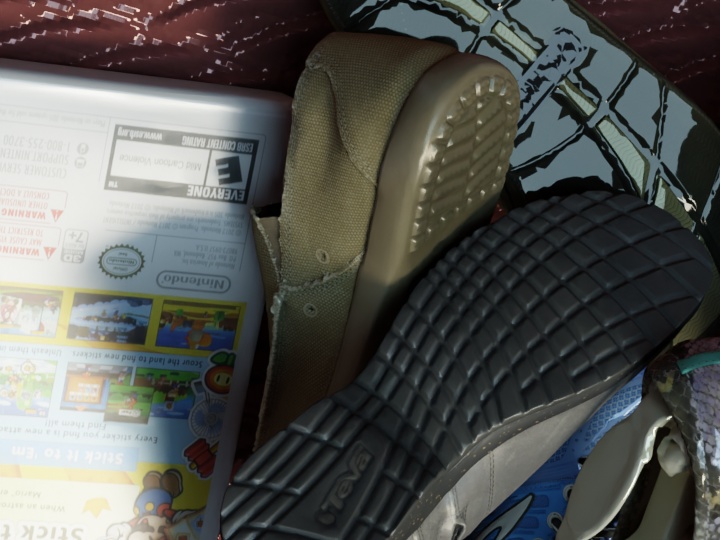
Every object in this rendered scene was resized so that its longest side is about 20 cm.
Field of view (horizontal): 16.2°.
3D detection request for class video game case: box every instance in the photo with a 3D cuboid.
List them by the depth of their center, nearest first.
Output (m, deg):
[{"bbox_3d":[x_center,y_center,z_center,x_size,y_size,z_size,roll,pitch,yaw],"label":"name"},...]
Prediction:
[{"bbox_3d":[-0.131,0.018,0.846,0.199,0.023,0.183,5,107,-23],"label":"video game case"}]

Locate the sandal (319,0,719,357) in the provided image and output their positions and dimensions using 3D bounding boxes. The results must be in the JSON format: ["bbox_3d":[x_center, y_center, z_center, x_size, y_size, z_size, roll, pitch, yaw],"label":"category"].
[{"bbox_3d":[0.064,-0.055,0.876,0.080,0.057,0.201,-41,102,-1],"label":"sandal"}]

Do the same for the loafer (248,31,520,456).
[{"bbox_3d":[0.000,0.000,0.854,0.076,0.067,0.200,-24,142,-44],"label":"loafer"}]

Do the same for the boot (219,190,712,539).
[{"bbox_3d":[0.028,0.063,0.845,0.200,0.070,0.132,-34,156,-20],"label":"boot"}]

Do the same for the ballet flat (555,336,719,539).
[{"bbox_3d":[0.091,0.104,0.834,0.072,0.072,0.201,1,123,-20],"label":"ballet flat"}]

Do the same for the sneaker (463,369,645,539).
[{"bbox_3d":[0.068,0.111,0.914,0.078,0.089,0.200,35,95,-28],"label":"sneaker"}]
